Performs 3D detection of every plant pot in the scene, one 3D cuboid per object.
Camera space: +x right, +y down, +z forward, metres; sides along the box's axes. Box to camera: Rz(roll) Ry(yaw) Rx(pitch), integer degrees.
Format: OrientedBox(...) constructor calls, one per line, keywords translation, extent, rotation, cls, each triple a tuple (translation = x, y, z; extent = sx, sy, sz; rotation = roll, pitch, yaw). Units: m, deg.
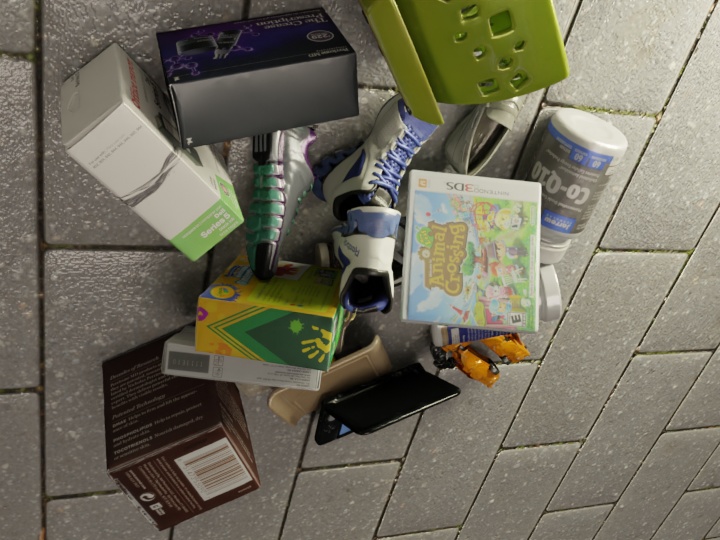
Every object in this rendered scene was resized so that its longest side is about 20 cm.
OrientedBox(translation=(0.095, -0.294, 0.846), extent=(0.179, 0.202, 0.200), rotation=(-25, 134, 8), cls="plant pot")

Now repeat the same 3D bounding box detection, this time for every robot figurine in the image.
OrientedBox(translation=(0.199, 0.125, 1.320), extent=(0.145, 0.059, 0.199), rotation=(-42, 132, 13), cls="robot figurine")

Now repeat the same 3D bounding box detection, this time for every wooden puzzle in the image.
OrientedBox(translation=(-0.047, 0.175, 1.240), extent=(0.197, 0.038, 0.185), rotation=(-29, 158, -2), cls="wooden puzzle")

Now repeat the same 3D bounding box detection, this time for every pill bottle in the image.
OrientedBox(translation=(0.198, 0.044, 1.182), extent=(0.195, 0.117, 0.117), rotation=(-9, 132, 3), cls="pill bottle")
OrientedBox(translation=(0.290, -0.118, 1.121), extent=(0.112, 0.115, 0.203), rotation=(3, 126, -24), cls="pill bottle")

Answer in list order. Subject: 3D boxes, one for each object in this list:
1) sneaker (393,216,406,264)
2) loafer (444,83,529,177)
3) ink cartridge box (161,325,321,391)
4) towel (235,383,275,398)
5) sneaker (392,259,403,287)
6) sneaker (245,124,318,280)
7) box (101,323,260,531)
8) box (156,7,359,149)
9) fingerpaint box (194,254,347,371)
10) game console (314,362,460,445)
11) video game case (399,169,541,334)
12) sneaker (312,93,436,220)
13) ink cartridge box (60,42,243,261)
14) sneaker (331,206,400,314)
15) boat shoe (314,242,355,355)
OrientedBox(translation=(0.097, -0.058, 1.079), extent=(0.115, 0.198, 0.076), rotation=(-53, 163, -12), cls="sneaker")
OrientedBox(translation=(0.186, -0.212, 1.030), extent=(0.069, 0.070, 0.202), rotation=(15, 120, -30), cls="loafer")
OrientedBox(translation=(-0.152, 0.114, 1.031), extent=(0.195, 0.174, 0.045), rotation=(7, 91, -5), cls="ink cartridge box")
OrientedBox(translation=(-0.149, 0.105, 1.176), extent=(0.130, 0.035, 0.202), rotation=(-21, 131, -7), cls="towel")
OrientedBox(translation=(0.104, -0.023, 1.152), extent=(0.197, 0.075, 0.080), rotation=(-29, 138, 2), cls="sneaker")
OrientedBox(translation=(-0.090, -0.088, 0.975), extent=(0.086, 0.074, 0.205), rotation=(1, 99, -33), cls="sneaker")
OrientedBox(translation=(-0.258, 0.222, 1.112), extent=(0.161, 0.201, 0.168), rotation=(-22, 133, -3), cls="box")
OrientedBox(translation=(-0.114, -0.216, 0.854), extent=(0.196, 0.142, 0.080), rotation=(-13, 133, -12), cls="box")
OrientedBox(translation=(-0.105, 0.050, 0.996), extent=(0.163, 0.200, 0.075), rotation=(8, 106, 3), cls="fingerpaint box")
OrientedBox(translation=(0.041, 0.240, 1.271), extent=(0.197, 0.117, 0.178), rotation=(-16, 141, -28), cls="game console")
OrientedBox(translation=(0.146, -0.026, 1.014), extent=(0.178, 0.205, 0.022), rotation=(5, 167, -2), cls="video game case")
OrientedBox(translation=(0.031, -0.128, 0.993), extent=(0.198, 0.116, 0.080), rotation=(-39, 134, 14), cls="sneaker")
OrientedBox(translation=(-0.232, -0.131, 0.870), extent=(0.083, 0.147, 0.200), rotation=(-35, 133, 8), cls="ink cartridge box")
OrientedBox(translation=(0.000, 0.000, 0.965), extent=(0.079, 0.118, 0.200), rotation=(7, 169, -5), cls="sneaker")
OrientedBox(translation=(-0.033, 0.046, 1.152), extent=(0.058, 0.072, 0.203), rotation=(-8, 124, -12), cls="boat shoe")
